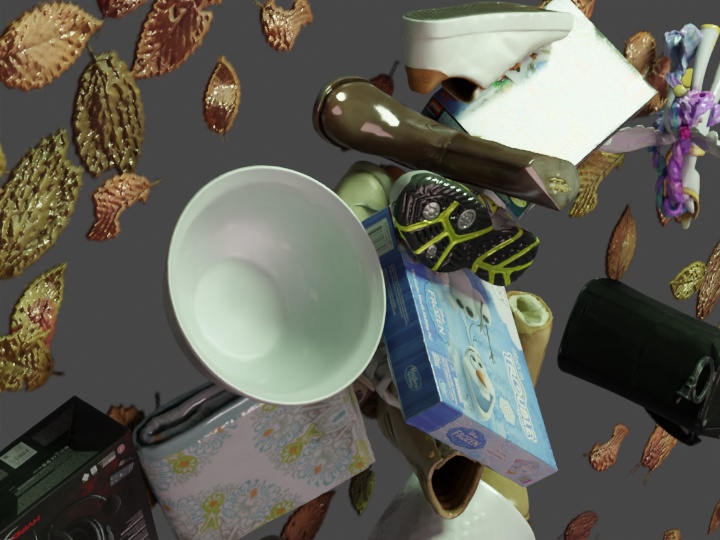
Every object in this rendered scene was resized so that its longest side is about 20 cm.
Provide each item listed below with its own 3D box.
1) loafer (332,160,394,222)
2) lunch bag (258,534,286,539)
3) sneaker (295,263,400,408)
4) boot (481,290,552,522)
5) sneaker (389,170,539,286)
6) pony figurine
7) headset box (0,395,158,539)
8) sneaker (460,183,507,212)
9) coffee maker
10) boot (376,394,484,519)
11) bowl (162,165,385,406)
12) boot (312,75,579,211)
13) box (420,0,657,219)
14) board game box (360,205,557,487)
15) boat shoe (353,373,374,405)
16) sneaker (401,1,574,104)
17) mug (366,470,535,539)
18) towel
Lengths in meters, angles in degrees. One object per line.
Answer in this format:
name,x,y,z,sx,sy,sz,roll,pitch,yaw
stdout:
loafer,0.000,0.000,1.602,0.068,0.075,0.202,-31,124,-36
lunch bag,-0.056,0.374,1.671,0.139,0.167,0.201,-40,137,-31
sneaker,0.022,0.062,1.553,0.076,0.081,0.200,-40,119,21
boot,0.156,0.144,1.835,0.065,0.175,0.202,9,110,-14
sneaker,0.076,-0.042,1.529,0.076,0.076,0.200,-51,144,7
pony figurine,0.351,-0.160,1.906,0.193,0.165,0.202,27,74,-62
headset box,-0.243,0.228,1.422,0.148,0.077,0.201,-37,135,-33
sneaker,0.128,-0.091,1.720,0.200,0.073,0.116,-50,155,-23
coffee maker,0.328,0.088,1.961,0.135,0.199,0.192,-59,147,-11
boot,0.065,0.120,1.678,0.072,0.156,0.202,-8,124,-18
bowl,-0.085,0.022,1.452,0.199,0.090,0.203,10,71,-29
boot,0.079,-0.105,1.522,0.186,0.199,0.065,11,101,-54
box,0.171,-0.159,1.668,0.200,0.137,0.038,-40,173,-30
board game box,0.085,0.068,1.539,0.043,0.201,0.199,-29,144,22
boat shoe,-0.045,0.094,1.599,0.200,0.071,0.065,29,84,-60
sneaker,0.115,-0.201,1.620,0.199,0.073,0.086,-12,111,-36
mug,0.054,0.307,1.766,0.148,0.199,0.176,47,62,-18
towel,-0.089,0.156,1.543,0.199,0.048,0.172,-26,135,-9
